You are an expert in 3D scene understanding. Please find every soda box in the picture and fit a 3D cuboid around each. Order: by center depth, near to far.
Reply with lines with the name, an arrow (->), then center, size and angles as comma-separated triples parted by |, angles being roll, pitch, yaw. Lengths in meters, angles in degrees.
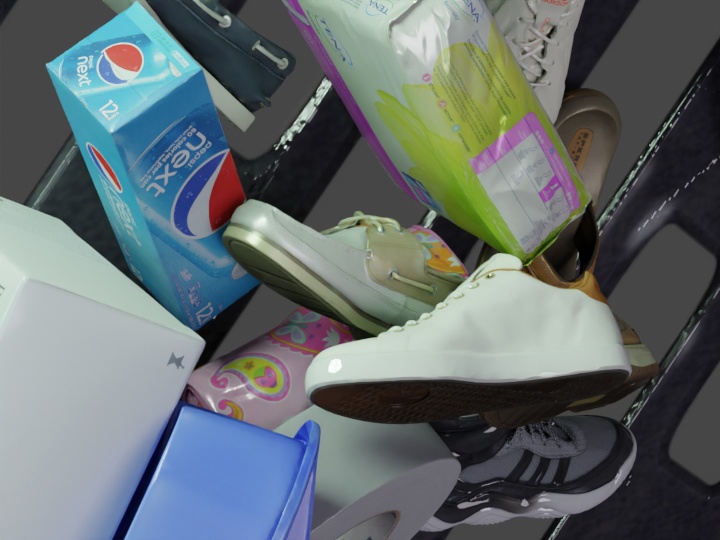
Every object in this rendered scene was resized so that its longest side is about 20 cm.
soda box -> -0.111, -0.054, 1.365 | 0.064, 0.068, 0.200 | -37, 147, -14

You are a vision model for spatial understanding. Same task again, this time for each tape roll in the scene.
tape roll -> -0.036, 0.155, 1.475 | 0.200, 0.066, 0.200 | -36, 163, -13

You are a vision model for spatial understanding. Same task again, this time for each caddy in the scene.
caddy -> -0.084, 0.164, 1.304 | 0.105, 0.141, 0.201 | 25, 87, -5

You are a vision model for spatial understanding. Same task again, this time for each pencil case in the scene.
pencil case -> -0.015, 0.053, 1.503 | 0.200, 0.087, 0.088 | -33, 124, -18

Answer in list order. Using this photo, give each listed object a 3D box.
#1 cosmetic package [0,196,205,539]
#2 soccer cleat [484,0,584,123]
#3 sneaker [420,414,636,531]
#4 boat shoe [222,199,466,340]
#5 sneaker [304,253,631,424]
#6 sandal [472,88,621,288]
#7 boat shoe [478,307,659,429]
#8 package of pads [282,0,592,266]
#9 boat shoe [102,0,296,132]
cosmetic package -> -0.212, 0.075, 1.315 | 0.123, 0.200, 0.200 | 21, 97, -37
soccer cleat -> 0.108, -0.165, 1.493 | 0.069, 0.078, 0.201 | -10, 116, -29
sneaker -> 0.105, 0.103, 1.594 | 0.199, 0.076, 0.114 | -8, 130, -26
boat shoe -> 0.000, 0.000, 1.412 | 0.200, 0.075, 0.069 | 34, 81, -43
sneaker -> 0.055, 0.037, 1.393 | 0.199, 0.073, 0.085 | -4, 68, -25
sandal -> 0.128, -0.019, 1.580 | 0.080, 0.054, 0.201 | 5, 112, -33
boat shoe -> 0.115, 0.050, 1.521 | 0.072, 0.076, 0.200 | -33, 165, 24
package of pads -> 0.041, -0.107, 1.427 | 0.068, 0.154, 0.200 | -41, 126, -11
boat shoe -> -0.105, -0.157, 1.363 | 0.062, 0.075, 0.200 | -48, 128, -4
